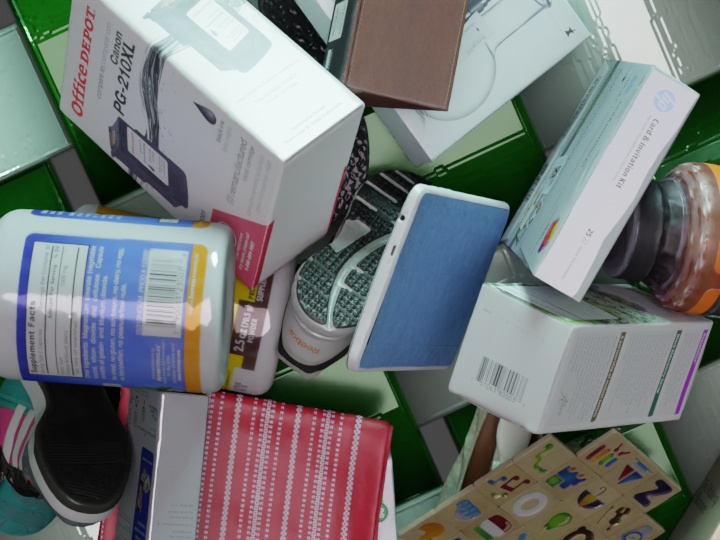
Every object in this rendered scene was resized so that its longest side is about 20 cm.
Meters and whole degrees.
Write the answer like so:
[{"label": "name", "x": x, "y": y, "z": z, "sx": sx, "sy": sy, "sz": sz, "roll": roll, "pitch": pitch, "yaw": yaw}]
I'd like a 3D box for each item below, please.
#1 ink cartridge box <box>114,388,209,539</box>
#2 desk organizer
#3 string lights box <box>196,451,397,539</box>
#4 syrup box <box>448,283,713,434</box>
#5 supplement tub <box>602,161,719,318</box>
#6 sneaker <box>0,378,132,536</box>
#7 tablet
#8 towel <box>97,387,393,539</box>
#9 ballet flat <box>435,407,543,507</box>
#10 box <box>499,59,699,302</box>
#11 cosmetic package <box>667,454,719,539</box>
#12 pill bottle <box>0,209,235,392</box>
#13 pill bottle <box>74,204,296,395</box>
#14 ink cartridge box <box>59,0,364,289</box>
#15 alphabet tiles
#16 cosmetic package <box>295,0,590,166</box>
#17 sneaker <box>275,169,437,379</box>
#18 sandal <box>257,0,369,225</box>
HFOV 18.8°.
[{"label": "ink cartridge box", "x": -0.140, "y": 0.177, "z": 1.473, "sx": 0.039, "sy": 0.099, "sz": 0.202, "roll": 7, "pitch": 92, "yaw": -19}, {"label": "desk organizer", "x": 0.032, "y": -0.208, "z": 1.463, "sx": 0.076, "sy": 0.072, "sz": 0.202, "roll": 12, "pitch": 86, "yaw": -14}, {"label": "string lights box", "x": -0.073, "y": 0.187, "z": 1.577, "sx": 0.198, "sy": 0.059, "sz": 0.104, "roll": -5, "pitch": 96, "yaw": -1}, {"label": "syrup box", "x": 0.155, "y": 0.058, "z": 1.495, "sx": 0.078, "sy": 0.199, "sz": 0.082, "roll": 26, "pitch": 104, "yaw": 34}, {"label": "supplement tub", "x": 0.270, "y": -0.018, "z": 1.522, "sx": 0.198, "sy": 0.107, "sz": 0.108, "roll": 8, "pitch": 96, "yaw": -15}, {"label": "sneaker", "x": -0.221, "y": 0.144, "z": 1.514, "sx": 0.083, "sy": 0.200, "sz": 0.122, "roll": 12, "pitch": 116, "yaw": -23}, {"label": "tablet", "x": 0.049, "y": 0.008, "z": 1.497, "sx": 0.014, "sy": 0.200, "sz": 0.131, "roll": 23, "pitch": 96, "yaw": 20}, {"label": "towel", "x": -0.082, "y": 0.162, "z": 1.533, "sx": 0.198, "sy": 0.022, "sz": 0.146, "roll": 9, "pitch": 93, "yaw": -2}, {"label": "ballet flat", "x": 0.094, "y": 0.156, "z": 1.577, "sx": 0.067, "sy": 0.062, "sz": 0.202, "roll": 11, "pitch": 96, "yaw": -4}, {"label": "box", "x": 0.159, "y": -0.067, "z": 1.484, "sx": 0.041, "sy": 0.200, "sz": 0.157, "roll": 29, "pitch": 94, "yaw": -4}, {"label": "cosmetic package", "x": 0.277, "y": 0.190, "z": 1.566, "sx": 0.073, "sy": 0.104, "sz": 0.201, "roll": 29, "pitch": 94, "yaw": -4}, {"label": "pill bottle", "x": -0.185, "y": 0.019, "z": 1.419, "sx": 0.198, "sy": 0.112, "sz": 0.113, "roll": 4, "pitch": 96, "yaw": 2}, {"label": "pill bottle", "x": -0.150, "y": 0.017, "z": 1.531, "sx": 0.198, "sy": 0.109, "sz": 0.110, "roll": 11, "pitch": 96, "yaw": -3}, {"label": "ink cartridge box", "x": -0.105, "y": -0.110, "z": 1.462, "sx": 0.200, "sy": 0.145, "sz": 0.084, "roll": 42, "pitch": 56, "yaw": 17}, {"label": "alphabet tiles", "x": 0.123, "y": 0.186, "z": 1.543, "sx": 0.199, "sy": 0.006, "sz": 0.166, "roll": -35, "pitch": 135, "yaw": 17}, {"label": "cosmetic package", "x": 0.043, "y": -0.199, "z": 1.527, "sx": 0.150, "sy": 0.052, "sz": 0.201, "roll": -38, "pitch": 96, "yaw": -13}, {"label": "sneaker", "x": 0.000, "y": 0.000, "z": 1.516, "sx": 0.074, "sy": 0.200, "sz": 0.080, "roll": 38, "pitch": 134, "yaw": 9}, {"label": "sandal", "x": -0.036, "y": -0.125, "z": 1.557, "sx": 0.074, "sy": 0.045, "sz": 0.202, "roll": -5, "pitch": 82, "yaw": -6}]
